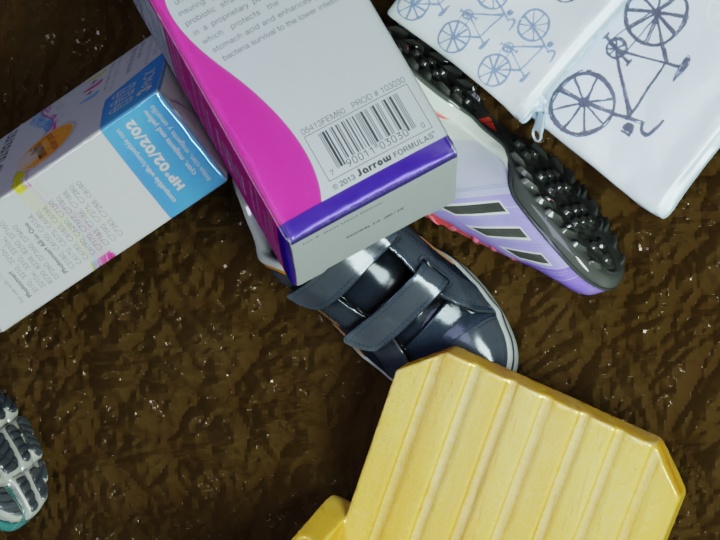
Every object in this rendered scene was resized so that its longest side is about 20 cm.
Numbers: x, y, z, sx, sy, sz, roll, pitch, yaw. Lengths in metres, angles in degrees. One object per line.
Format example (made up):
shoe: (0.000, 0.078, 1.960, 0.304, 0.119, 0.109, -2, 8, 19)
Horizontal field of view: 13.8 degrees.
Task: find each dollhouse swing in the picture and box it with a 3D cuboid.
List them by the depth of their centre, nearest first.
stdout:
dollhouse swing: (0.051, 0.172, 1.564, 0.200, 0.182, 0.176, 25, 125, 14)

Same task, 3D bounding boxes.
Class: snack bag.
snack bag: (0.145, -0.151, 1.604, 0.200, 0.021, 0.189, 41, 95, 13)

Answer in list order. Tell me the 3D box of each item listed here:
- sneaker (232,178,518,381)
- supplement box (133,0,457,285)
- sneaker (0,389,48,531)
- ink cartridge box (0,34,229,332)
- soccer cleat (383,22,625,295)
sneaker: (0.000, 0.000, 1.631, 0.200, 0.079, 0.078, 44, 102, 11)
supplement box: (-0.040, -0.109, 1.559, 0.101, 0.103, 0.200, -28, 78, -6)
sneaker: (-0.264, 0.090, 1.729, 0.200, 0.077, 0.080, 35, 119, 19)
ink cartridge box: (-0.168, -0.043, 1.657, 0.200, 0.115, 0.068, -33, 109, 15)
soccer cleat: (0.060, -0.047, 1.621, 0.200, 0.068, 0.073, 45, 113, 15)
